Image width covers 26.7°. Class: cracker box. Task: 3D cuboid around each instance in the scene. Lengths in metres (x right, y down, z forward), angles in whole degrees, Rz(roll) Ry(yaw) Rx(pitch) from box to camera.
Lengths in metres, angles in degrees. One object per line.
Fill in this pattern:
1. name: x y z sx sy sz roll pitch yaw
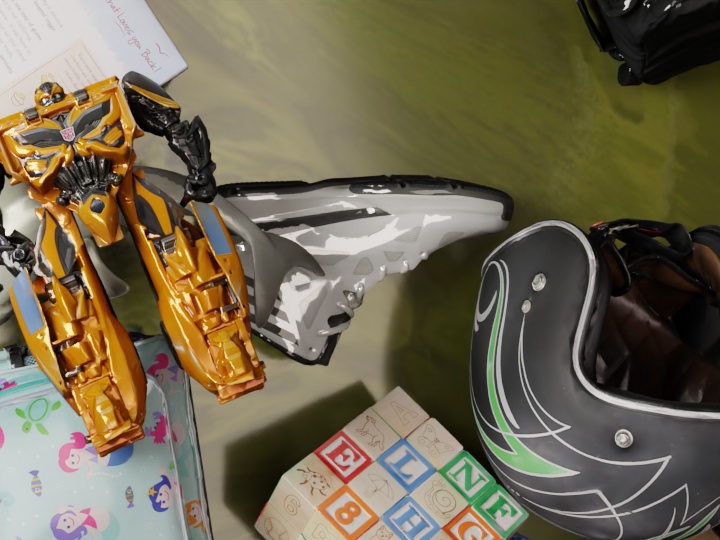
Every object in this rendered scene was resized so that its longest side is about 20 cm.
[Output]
1. cracker box: -0.222 -0.121 0.906 0.199 0.058 0.134 -36 99 -12

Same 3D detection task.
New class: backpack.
1. backpack: 0.189 -0.238 0.971 0.126 0.167 0.202 -16 78 2
2. backpack: -0.188 0.131 0.870 0.198 0.151 0.179 -8 92 -10

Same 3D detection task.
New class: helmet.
1. helmet: 0.161 0.072 0.927 0.198 0.200 0.192 -5 73 -15

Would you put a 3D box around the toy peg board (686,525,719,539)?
1. toy peg board: 0.312 0.151 0.975 0.200 0.098 0.200 -38 88 8

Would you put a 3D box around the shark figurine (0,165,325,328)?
1. shark figurine: -0.134 -0.034 0.890 0.213 0.090 0.129 -4 103 6

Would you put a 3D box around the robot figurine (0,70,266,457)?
1. robot figurine: -0.131 -0.014 0.805 0.144 0.058 0.201 -23 81 -11

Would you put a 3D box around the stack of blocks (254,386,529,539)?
1. stack of blocks: 0.049 0.179 0.910 0.200 0.059 0.115 44 46 15

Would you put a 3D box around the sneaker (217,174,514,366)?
1. sneaker: 0.000 0.000 0.966 0.199 0.076 0.116 -3 98 -7

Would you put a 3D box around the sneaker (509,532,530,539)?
1. sneaker: 0.033 0.221 0.969 0.199 0.070 0.078 -6 135 -31
